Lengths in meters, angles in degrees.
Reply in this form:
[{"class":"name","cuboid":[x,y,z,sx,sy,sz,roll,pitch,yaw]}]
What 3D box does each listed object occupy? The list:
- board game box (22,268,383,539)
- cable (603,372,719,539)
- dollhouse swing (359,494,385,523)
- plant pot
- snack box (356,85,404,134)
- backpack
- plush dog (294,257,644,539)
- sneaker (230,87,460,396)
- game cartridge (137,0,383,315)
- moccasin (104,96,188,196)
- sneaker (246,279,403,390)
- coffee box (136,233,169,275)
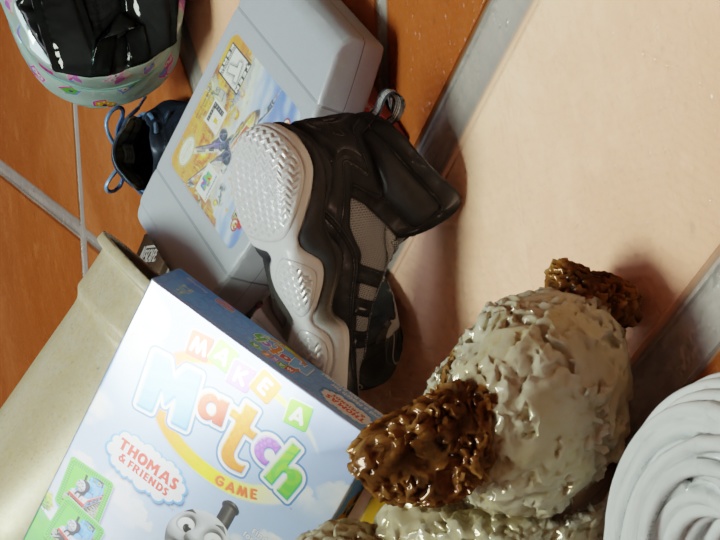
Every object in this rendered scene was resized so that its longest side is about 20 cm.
[{"class":"board game box","cuboid":[-0.088,0.124,1.035,0.151,0.037,0.200,34,111,16]},{"class":"cable","cuboid":[0.163,0.136,0.746,0.200,0.069,0.200,-151,56,-64]},{"class":"dollhouse swing","cuboid":[0.033,0.221,1.060,0.182,0.176,0.200,41,171,8]},{"class":"plant pot","cuboid":[-0.143,0.110,1.178,0.200,0.184,0.200,42,179,1]},{"class":"snack box","cuboid":[-0.026,-0.112,1.180,0.200,0.024,0.072,-120,33,-43]},{"class":"backpack","cuboid":[-0.195,-0.222,1.416,0.127,0.167,0.200,93,161,-79]},{"class":"plush dog","cuboid":[0.072,0.088,0.862,0.160,0.200,0.172,23,135,27]},{"class":"sneaker","cuboid":[0.000,0.000,1.049,0.075,0.114,0.200,31,137,48]},{"class":"game cartridge","cuboid":[-0.062,-0.074,1.149,0.200,0.041,0.133,-61,35,20]},{"class":"moccasin","cuboid":[-0.156,-0.096,1.441,0.200,0.068,0.081,164,96,-69]},{"class":"sneaker","cuboid":[-0.027,0.038,1.196,0.200,0.080,0.086,35,152,60]},{"class":"coffee box","cuboid":[-0.141,0.078,1.325,0.200,0.080,0.114,-68,17,-8]}]
